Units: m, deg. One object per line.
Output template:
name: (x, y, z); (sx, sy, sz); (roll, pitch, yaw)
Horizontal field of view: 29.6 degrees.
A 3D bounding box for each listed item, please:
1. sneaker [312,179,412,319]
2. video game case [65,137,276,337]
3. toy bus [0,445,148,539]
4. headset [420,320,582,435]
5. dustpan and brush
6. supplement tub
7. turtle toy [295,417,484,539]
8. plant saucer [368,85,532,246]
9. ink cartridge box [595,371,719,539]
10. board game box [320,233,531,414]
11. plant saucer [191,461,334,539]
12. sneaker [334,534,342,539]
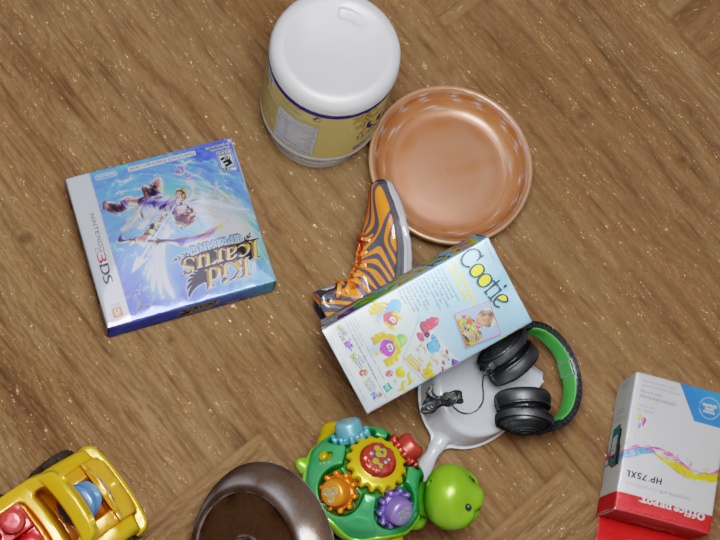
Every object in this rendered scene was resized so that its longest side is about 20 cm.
sneaker: (0.000, 0.000, 1.538); (0.111, 0.078, 0.202); (-5, 88, -8)
video game case: (-0.215, -0.040, 1.549); (0.198, 0.045, 0.183); (-16, 77, -13)
toy bus: (-0.319, 0.260, 1.366); (0.199, 0.192, 0.136); (-35, 80, -18)
headset: (0.161, 0.128, 1.511); (0.199, 0.094, 0.125); (-9, 79, -42)
dustpan and brush: (0.105, 0.168, 1.537); (0.139, 0.057, 0.201); (35, 64, -10)
supplement tub: (-0.039, -0.210, 1.545); (0.144, 0.200, 0.147); (2, 73, -7)
turtle toy: (0.029, 0.224, 1.417); (0.198, 0.101, 0.147); (17, 51, -6)
plant saucer: (0.105, -0.122, 1.627); (0.198, 0.037, 0.202); (3, 72, -8)
ink cartridge box: (0.339, 0.229, 1.540); (0.115, 0.067, 0.202); (14, 72, -4)
board game box: (0.067, 0.054, 1.466); (0.199, 0.103, 0.105); (-29, 94, 0)
plant saucer: (-0.109, 0.298, 1.398); (0.032, 0.199, 0.202); (4, 67, -51)
sneaker: (-0.029, 0.316, 1.452); (0.079, 0.079, 0.201); (32, 70, 8)
